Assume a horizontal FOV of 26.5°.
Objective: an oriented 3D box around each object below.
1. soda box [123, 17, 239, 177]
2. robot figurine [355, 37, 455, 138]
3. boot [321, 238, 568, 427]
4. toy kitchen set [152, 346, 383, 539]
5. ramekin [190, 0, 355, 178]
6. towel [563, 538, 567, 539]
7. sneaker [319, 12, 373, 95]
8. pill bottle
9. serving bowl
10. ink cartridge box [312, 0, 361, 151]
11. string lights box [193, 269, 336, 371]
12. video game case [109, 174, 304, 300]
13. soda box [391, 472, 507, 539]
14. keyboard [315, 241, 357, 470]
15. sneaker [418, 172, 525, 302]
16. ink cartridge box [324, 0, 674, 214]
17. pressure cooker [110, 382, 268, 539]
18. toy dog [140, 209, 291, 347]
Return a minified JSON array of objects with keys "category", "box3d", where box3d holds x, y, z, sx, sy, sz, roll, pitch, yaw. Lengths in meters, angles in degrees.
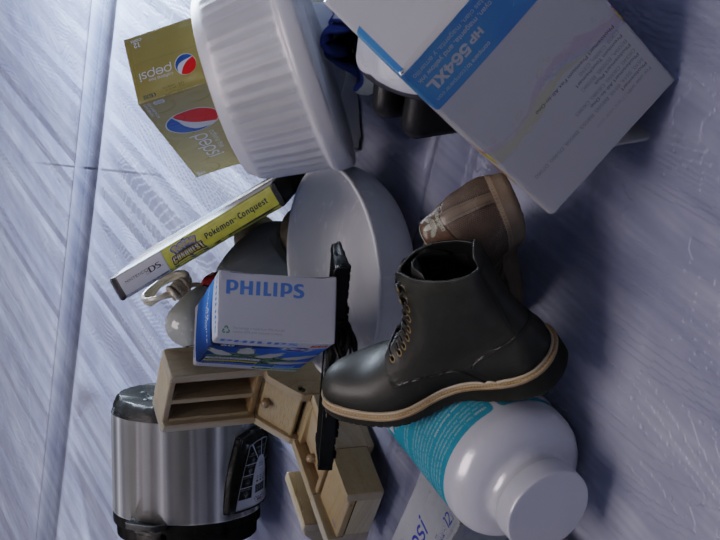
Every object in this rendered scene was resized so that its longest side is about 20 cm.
[{"category":"soda box","box3d":[-0.150,-0.152,1.385,0.200,0.067,0.065,61,-168,-72]},{"category":"robot figurine","box3d":[0.064,-0.206,1.165,0.125,0.148,0.202,-55,-24,-60]},{"category":"boot","box3d":[0.034,0.038,1.111,0.198,0.139,0.078,-16,44,26]},{"category":"toy kitchen set","box3d":[-0.100,0.199,1.516,0.164,0.178,0.201,108,150,-41]},{"category":"ramekin","box3d":[-0.077,-0.173,1.317,0.202,0.093,0.205,-17,-90,-85]},{"category":"towel","box3d":[0.178,0.325,1.135,0.200,0.032,0.194,-137,47,-55]},{"category":"sneaker","box3d":[0.000,-0.220,1.331,0.201,0.087,0.076,-123,35,-46]},{"category":"pill bottle","box3d":[0.094,0.127,1.177,0.200,0.109,0.112,-131,43,-51]},{"category":"serving bowl","box3d":[0.000,0.000,1.399,0.200,0.065,0.203,-155,62,-61]},{"category":"ink cartridge box","box3d":[-0.082,-0.183,1.513,0.199,0.083,0.147,1,96,63]},{"category":"string lights box","box3d":[-0.088,0.046,1.345,0.200,0.101,0.060,139,134,-75]},{"category":"video game case","box3d":[-0.142,-0.043,1.483,0.026,0.179,0.200,59,-171,-7]},{"category":"soda box","box3d":[0.068,0.244,1.309,0.069,0.063,0.201,61,146,37]},{"category":"keyboard","box3d":[-0.014,0.085,1.351,0.104,0.039,0.203,-98,11,-68]},{"category":"sneaker","box3d":[0.078,-0.013,1.151,0.200,0.075,0.071,80,170,-66]},{"category":"ink cartridge box","box3d":[0.100,-0.145,1.018,0.125,0.200,0.129,-47,39,6]},{"category":"pressure cooker","box3d":[-0.196,0.234,1.733,0.178,0.174,0.203,-167,77,-67]},{"category":"toy dog","box3d":[-0.109,0.021,1.526,0.097,0.199,0.132,60,162,-22]}]
